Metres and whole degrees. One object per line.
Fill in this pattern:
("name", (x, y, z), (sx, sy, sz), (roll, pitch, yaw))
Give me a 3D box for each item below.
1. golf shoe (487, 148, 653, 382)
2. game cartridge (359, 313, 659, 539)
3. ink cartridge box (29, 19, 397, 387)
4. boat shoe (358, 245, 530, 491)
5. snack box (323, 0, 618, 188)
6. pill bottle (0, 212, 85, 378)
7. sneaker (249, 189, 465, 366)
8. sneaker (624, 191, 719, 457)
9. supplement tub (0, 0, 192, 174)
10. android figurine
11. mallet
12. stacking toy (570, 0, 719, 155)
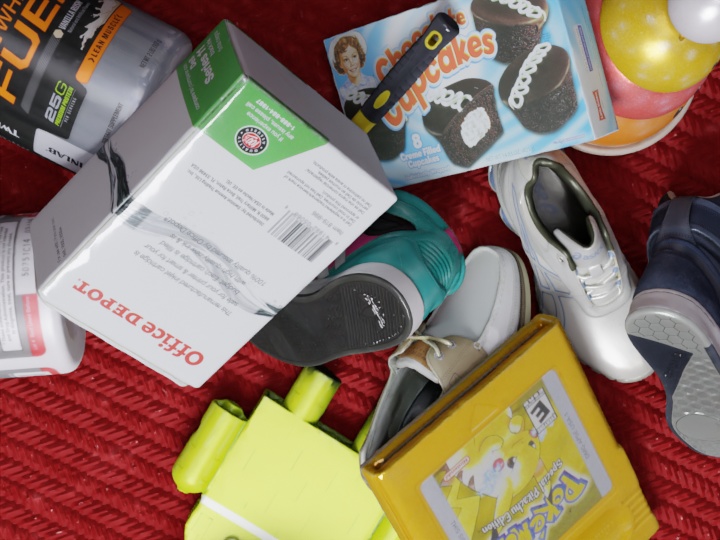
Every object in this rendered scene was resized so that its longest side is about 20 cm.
("golf shoe", (0.156, -0.002, 1.055), (0.078, 0.097, 0.201), (-33, 97, 1))
("game cartridge", (0.112, 0.161, 1.046), (0.176, 0.032, 0.201), (-38, 115, -18))
("ink cartridge box", (-0.100, -0.038, 0.972), (0.200, 0.083, 0.146), (-43, 127, 15))
("boat shoe", (0.060, 0.071, 1.052), (0.068, 0.074, 0.202), (25, 79, -37))
("snack box", (0.071, -0.128, 1.012), (0.199, 0.037, 0.117), (-12, 97, 42))
("pill bottle", (-0.300, 0.022, 1.043), (0.198, 0.114, 0.115), (-4, 96, 0))
("sneaker", (0.000, 0.000, 1.047), (0.121, 0.199, 0.084), (-39, 111, -36))
("sneaker", (0.255, 0.032, 1.070), (0.076, 0.147, 0.203), (-3, 140, 28))
("supplement tub", (-0.227, -0.149, 1.021), (0.199, 0.123, 0.123), (26, 95, -4))
("android figurine", (-0.052, 0.174, 1.100), (0.181, 0.041, 0.201), (33, 93, -4))
("mallet", (0.008, -0.095, 1.029), (0.066, 0.041, 0.200), (49, 125, -4))
("stacking toy", (0.193, -0.156, 0.977), (0.145, 0.200, 0.148), (0, 89, -13))
